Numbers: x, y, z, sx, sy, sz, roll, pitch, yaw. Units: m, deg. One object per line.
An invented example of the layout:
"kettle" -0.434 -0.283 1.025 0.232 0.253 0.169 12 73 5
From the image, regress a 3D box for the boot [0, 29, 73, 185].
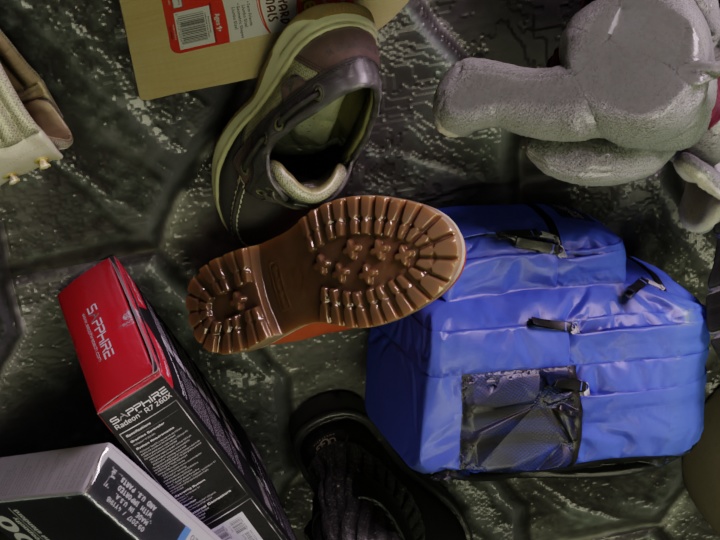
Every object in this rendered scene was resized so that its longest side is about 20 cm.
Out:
"boot" -0.233 -0.041 1.167 0.154 0.072 0.201 -22 127 3

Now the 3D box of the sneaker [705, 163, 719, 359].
"sneaker" 0.260 -0.004 1.258 0.078 0.201 0.090 -22 147 31

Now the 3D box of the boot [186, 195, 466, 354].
"boot" 0.000 0.000 1.213 0.199 0.075 0.107 -14 173 41

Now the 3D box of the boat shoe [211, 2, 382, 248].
"boat shoe" -0.037 -0.067 1.177 0.071 0.066 0.201 2 143 -22

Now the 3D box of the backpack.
"backpack" 0.120 0.045 1.271 0.199 0.163 0.169 2 107 -14

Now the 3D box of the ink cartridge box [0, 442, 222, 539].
"ink cartridge box" -0.148 0.187 1.286 0.198 0.043 0.200 44 151 -23

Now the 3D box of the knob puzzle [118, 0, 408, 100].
"knob puzzle" -0.042 -0.195 1.124 0.218 0.031 0.221 -8 130 -10

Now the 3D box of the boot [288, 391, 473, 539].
"boot" 0.022 0.196 1.363 0.079 0.158 0.211 -32 128 11

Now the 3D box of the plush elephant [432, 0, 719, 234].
"plush elephant" 0.171 -0.111 1.178 0.165 0.199 0.155 -67 158 -4

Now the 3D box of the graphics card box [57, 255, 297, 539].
"graphics card box" -0.111 0.100 1.274 0.051 0.126 0.200 -32 130 2

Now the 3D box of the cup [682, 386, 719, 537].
"cup" 0.345 0.162 1.435 0.199 0.144 0.201 -8 129 -10
